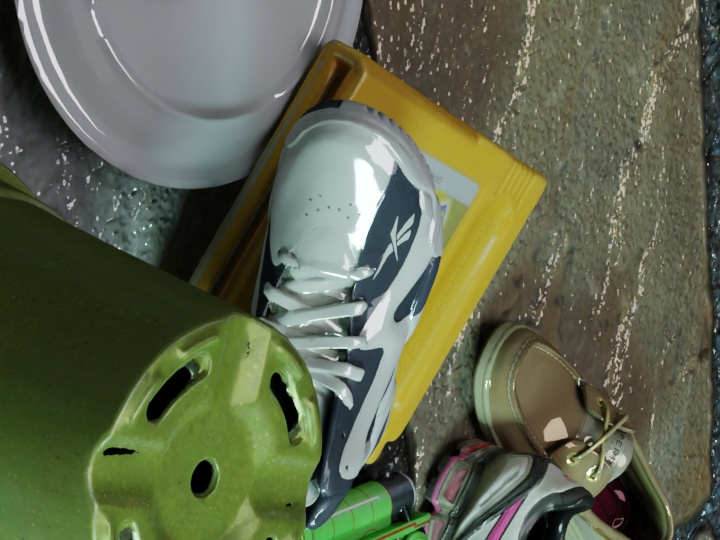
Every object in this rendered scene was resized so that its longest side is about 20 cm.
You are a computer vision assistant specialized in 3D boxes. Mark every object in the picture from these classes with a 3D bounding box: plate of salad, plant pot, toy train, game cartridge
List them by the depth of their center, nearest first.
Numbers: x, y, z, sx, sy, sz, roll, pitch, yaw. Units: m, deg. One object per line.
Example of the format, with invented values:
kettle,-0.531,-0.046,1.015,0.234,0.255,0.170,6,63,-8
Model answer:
plant pot,-0.123,0.060,0.853,0.199,0.189,0.202,-16,112,-47
plate of salad,-0.076,-0.137,0.969,0.199,0.048,0.202,-7,100,-42
game cartridge,0.000,0.000,1.067,0.200,0.032,0.177,25,96,-56
toy train,-0.034,0.148,1.109,0.199,0.042,0.057,-18,103,-47

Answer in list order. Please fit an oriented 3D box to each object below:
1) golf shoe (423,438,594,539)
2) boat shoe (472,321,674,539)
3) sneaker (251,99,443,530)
golf shoe,0.066,0.197,1.203,0.072,0.092,0.202,16,89,-53
boat shoe,0.129,0.100,1.272,0.074,0.066,0.200,-60,139,-20
sneaker,-0.024,0.037,0.933,0.130,0.079,0.200,-65,173,-50
